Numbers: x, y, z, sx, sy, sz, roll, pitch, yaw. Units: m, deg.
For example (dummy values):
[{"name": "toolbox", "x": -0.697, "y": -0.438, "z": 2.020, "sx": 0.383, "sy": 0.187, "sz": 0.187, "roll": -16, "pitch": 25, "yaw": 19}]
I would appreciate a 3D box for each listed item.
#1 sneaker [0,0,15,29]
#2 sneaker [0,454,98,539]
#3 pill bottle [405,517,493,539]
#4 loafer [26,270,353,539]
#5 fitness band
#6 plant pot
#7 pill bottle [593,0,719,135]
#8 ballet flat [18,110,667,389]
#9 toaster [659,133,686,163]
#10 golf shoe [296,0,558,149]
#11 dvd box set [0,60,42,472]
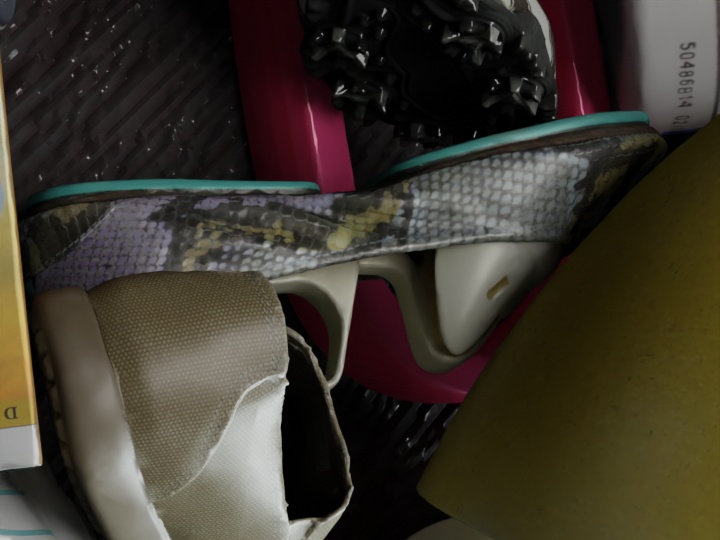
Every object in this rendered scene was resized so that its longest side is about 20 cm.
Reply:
[{"name": "sneaker", "x": -0.089, "y": -0.129, "z": 0.823, "sx": 0.202, "sy": 0.077, "sz": 0.147, "roll": 11, "pitch": 87, "yaw": -54}, {"name": "sneaker", "x": -0.124, "y": 0.054, "z": 0.777, "sx": 0.080, "sy": 0.070, "sz": 0.201, "roll": -28, "pitch": 101, "yaw": -28}, {"name": "pill bottle", "x": 0.084, "y": 0.158, "z": 0.945, "sx": 0.200, "sy": 0.119, "sz": 0.120, "roll": 35, "pitch": 62, "yaw": -39}, {"name": "loafer", "x": -0.034, "y": 0.060, "z": 0.805, "sx": 0.200, "sy": 0.067, "sz": 0.076, "roll": 69, "pitch": 6, "yaw": -66}, {"name": "fitness band", "x": 0.022, "y": -0.057, "z": 0.959, "sx": 0.143, "sy": 0.037, "sz": 0.201, "roll": -14, "pitch": 96, "yaw": -47}, {"name": "plant pot", "x": 0.133, "y": 0.032, "z": 0.856, "sx": 0.200, "sy": 0.200, "sz": 0.143, "roll": 20, "pitch": 91, "yaw": -44}, {"name": "pill bottle", "x": 0.180, "y": -0.111, "z": 1.003, "sx": 0.114, "sy": 0.199, "sz": 0.114, "roll": 174, "pitch": -90, "yaw": -88}, {"name": "ballet flat", "x": 0.000, "y": 0.000, "z": 0.865, "sx": 0.199, "sy": 0.072, "sz": 0.072, "roll": -8, "pitch": 93, "yaw": -18}, {"name": "toaster", "x": 0.158, "y": 0.051, "z": 1.023, "sx": 0.200, "sy": 0.114, "sz": 0.129, "roll": 38, "pitch": 60, "yaw": -11}, {"name": "golf shoe", "x": 0.013, "y": -0.108, "z": 0.859, "sx": 0.200, "sy": 0.077, "sz": 0.095, "roll": 55, "pitch": 40, "yaw": -54}, {"name": "dvd box set", "x": -0.158, "y": -0.044, "z": 0.713, "sx": 0.145, "sy": 0.029, "sz": 0.201, "roll": -5, "pitch": 91, "yaw": -11}]
